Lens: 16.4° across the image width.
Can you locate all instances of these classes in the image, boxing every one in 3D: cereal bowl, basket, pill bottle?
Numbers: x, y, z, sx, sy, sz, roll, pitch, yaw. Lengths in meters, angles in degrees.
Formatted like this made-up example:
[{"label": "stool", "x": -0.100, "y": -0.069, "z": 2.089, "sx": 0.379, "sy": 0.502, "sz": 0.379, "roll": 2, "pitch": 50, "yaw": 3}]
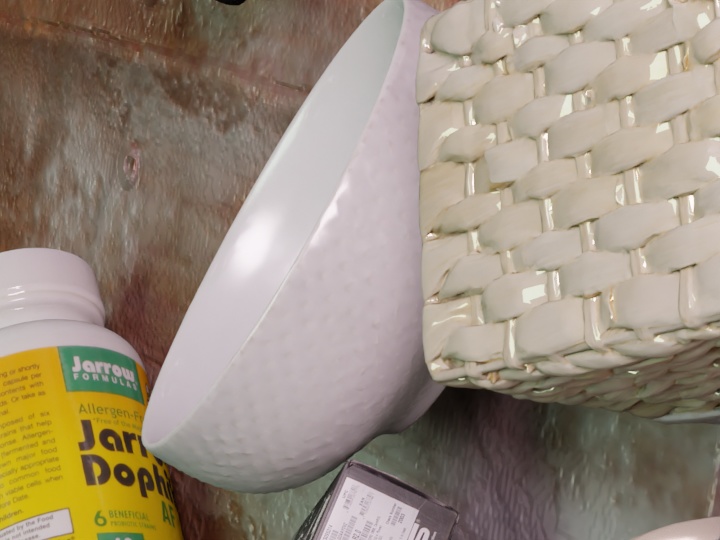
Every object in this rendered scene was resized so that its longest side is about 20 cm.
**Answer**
[{"label": "cereal bowl", "x": 0.000, "y": 0.000, "z": 0.940, "sx": 0.201, "sy": 0.083, "sz": 0.200, "roll": -57, "pitch": 12, "yaw": 19}, {"label": "basket", "x": 0.112, "y": -0.029, "z": 0.739, "sx": 0.200, "sy": 0.123, "sz": 0.137, "roll": -17, "pitch": 71, "yaw": 60}, {"label": "pill bottle", "x": -0.149, "y": 0.095, "z": 1.200, "sx": 0.113, "sy": 0.112, "sz": 0.201, "roll": -52, "pitch": 45, "yaw": 46}]

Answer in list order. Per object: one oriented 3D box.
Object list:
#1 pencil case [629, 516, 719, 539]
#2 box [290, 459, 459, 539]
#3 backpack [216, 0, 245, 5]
[{"label": "pencil case", "x": 0.125, "y": 0.168, "z": 0.744, "sx": 0.089, "sy": 0.078, "sz": 0.201, "roll": -45, "pitch": 47, "yaw": 23}, {"label": "box", "x": -0.035, "y": 0.185, "z": 0.926, "sx": 0.158, "sy": 0.048, "sz": 0.201, "roll": 123, "pitch": 172, "yaw": -68}, {"label": "backpack", "x": -0.030, "y": -0.217, "z": 1.011, "sx": 0.199, "sy": 0.153, "sz": 0.164, "roll": -11, "pitch": 71, "yaw": 47}]
